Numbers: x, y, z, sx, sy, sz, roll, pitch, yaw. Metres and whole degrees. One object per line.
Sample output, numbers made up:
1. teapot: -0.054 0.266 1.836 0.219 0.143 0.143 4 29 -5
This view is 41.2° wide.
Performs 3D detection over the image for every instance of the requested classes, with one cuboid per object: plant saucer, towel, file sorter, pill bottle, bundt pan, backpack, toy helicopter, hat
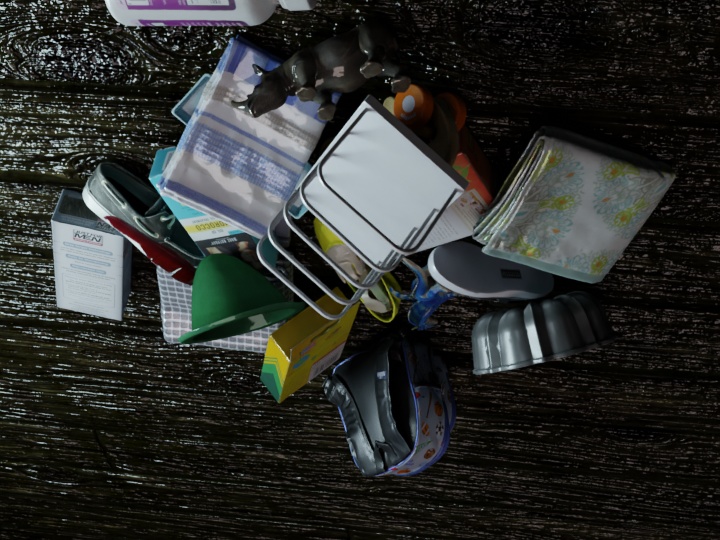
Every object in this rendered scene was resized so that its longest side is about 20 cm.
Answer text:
1. plant saucer: -0.123 -0.146 1.123 0.199 0.019 0.070 41 119 -21
2. towel: -0.194 0.037 1.360 0.196 0.087 0.167 7 141 2
3. file sorter: -0.009 -0.055 1.024 0.138 0.125 0.200 40 146 -5
4. pill bottle: -0.142 -0.294 0.921 0.196 0.114 0.113 2 142 8
5. bundt pan: 0.238 0.079 1.286 0.198 0.077 0.202 -14 175 -1
6. towel: 0.250 -0.073 1.127 0.197 0.049 0.172 13 130 -24
7. towel: -0.126 -0.146 1.090 0.145 0.024 0.202 25 105 -19
8. backpack: 0.053 0.213 1.450 0.152 0.194 0.199 14 145 -34
9. toy helicopter: 0.029 -0.130 1.096 0.198 0.135 0.078 -4 177 42
10. hat: -0.180 -0.013 1.221 0.164 0.179 0.199 -22 171 30

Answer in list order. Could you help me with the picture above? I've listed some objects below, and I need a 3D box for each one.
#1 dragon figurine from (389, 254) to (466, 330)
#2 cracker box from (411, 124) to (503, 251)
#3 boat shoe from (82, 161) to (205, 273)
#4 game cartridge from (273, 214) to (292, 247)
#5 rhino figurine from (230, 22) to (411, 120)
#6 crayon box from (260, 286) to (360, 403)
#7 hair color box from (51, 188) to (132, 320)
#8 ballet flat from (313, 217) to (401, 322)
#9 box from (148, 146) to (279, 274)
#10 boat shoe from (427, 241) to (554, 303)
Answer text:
1. dragon figurine: 0.078 0.035 1.284 0.099 0.059 0.199 -37 159 17
2. cracker box: 0.067 -0.090 1.178 0.197 0.058 0.134 -17 136 27
3. boat shoe: -0.266 -0.065 1.244 0.199 0.071 0.064 35 132 -14
4. game cartridge: -0.145 -0.112 1.211 0.127 0.039 0.202 12 141 1
5. rhino figurine: -0.046 -0.205 1.016 0.197 0.089 0.060 -16 138 12
6. crayon box: -0.073 0.102 1.363 0.051 0.126 0.201 48 154 14
7. hair color box: -0.374 -0.018 1.345 0.097 0.061 0.201 12 142 -6
8. ballet flat: 0.000 0.000 1.294 0.066 0.068 0.201 -16 135 24
9. box: -0.179 -0.071 1.202 0.081 0.050 0.201 -8 139 20
10. boat shoe: 0.162 0.010 1.260 0.197 0.071 0.066 4 156 -32
